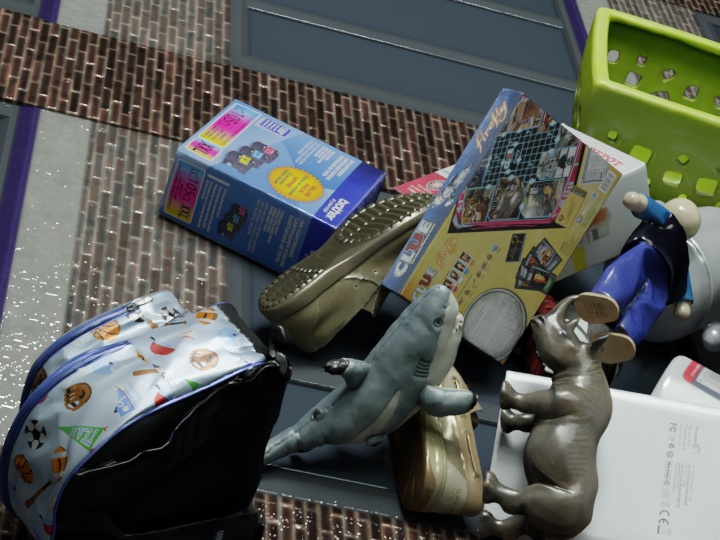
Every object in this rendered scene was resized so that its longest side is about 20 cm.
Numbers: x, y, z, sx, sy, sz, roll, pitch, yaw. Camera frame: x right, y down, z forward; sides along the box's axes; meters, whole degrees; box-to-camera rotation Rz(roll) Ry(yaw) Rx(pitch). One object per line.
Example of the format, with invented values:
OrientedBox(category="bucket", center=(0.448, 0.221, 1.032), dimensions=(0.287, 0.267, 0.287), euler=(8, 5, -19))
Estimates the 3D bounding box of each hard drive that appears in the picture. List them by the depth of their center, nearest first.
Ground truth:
OrientedBox(category="hard drive", center=(0.203, 0.161, 1.393), dimensions=(0.198, 0.025, 0.133), euler=(9, 69, 6))

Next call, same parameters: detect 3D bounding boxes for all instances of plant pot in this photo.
OrientedBox(category="plant pot", center=(0.307, -0.134, 1.836), dimensions=(0.198, 0.183, 0.200), euler=(18, 32, -2))

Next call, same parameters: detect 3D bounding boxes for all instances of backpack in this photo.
OrientedBox(category="backpack", center=(-0.158, 0.118, 1.219), dimensions=(0.154, 0.202, 0.190), euler=(34, 41, 29))

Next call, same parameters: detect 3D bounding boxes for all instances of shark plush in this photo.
OrientedBox(category="shark plush", center=(-0.005, 0.087, 1.381), dimensions=(0.198, 0.084, 0.091), euler=(-25, 44, 4))

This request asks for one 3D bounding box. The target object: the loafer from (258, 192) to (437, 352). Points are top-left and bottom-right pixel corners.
OrientedBox(category="loafer", center=(0.000, 0.000, 1.532), dimensions=(0.199, 0.068, 0.076), euler=(-33, 26, -19))

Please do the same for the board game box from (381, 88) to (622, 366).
OrientedBox(category="board game box", center=(0.124, -0.037, 1.521), dimensions=(0.135, 0.201, 0.035), euler=(34, -2, -31))

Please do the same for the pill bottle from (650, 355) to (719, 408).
OrientedBox(category="pill bottle", center=(0.323, 0.170, 1.462), dimensions=(0.199, 0.120, 0.120), euler=(30, 34, 14))

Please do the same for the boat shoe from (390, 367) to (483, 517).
OrientedBox(category="boat shoe", center=(0.063, 0.121, 1.443), dimensions=(0.064, 0.072, 0.201), euler=(15, 43, -17))

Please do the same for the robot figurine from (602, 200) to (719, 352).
OrientedBox(category="robot figurine", center=(0.311, 0.003, 1.703), dimensions=(0.199, 0.113, 0.170), euler=(-18, 62, -44))

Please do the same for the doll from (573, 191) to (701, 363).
OrientedBox(category="doll", center=(0.257, -0.007, 1.562), dimensions=(0.048, 0.138, 0.200), euler=(-8, 26, 40))

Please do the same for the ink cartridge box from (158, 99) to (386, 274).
OrientedBox(category="ink cartridge box", center=(-0.066, -0.066, 1.634), dimensions=(0.198, 0.077, 0.137), euler=(27, 33, 8))

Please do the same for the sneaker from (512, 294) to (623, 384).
OrientedBox(category="sneaker", center=(0.192, 0.092, 1.546), dimensions=(0.097, 0.071, 0.201), euler=(10, 32, -11))

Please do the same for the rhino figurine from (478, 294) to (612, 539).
OrientedBox(category="rhino figurine", center=(0.151, 0.115, 1.365), dimensions=(0.086, 0.060, 0.202), euler=(9, 73, 10))

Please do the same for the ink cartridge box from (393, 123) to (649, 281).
OrientedBox(category="ink cartridge box", center=(0.152, -0.053, 1.638), dimensions=(0.198, 0.084, 0.145), euler=(-21, 29, -20))
